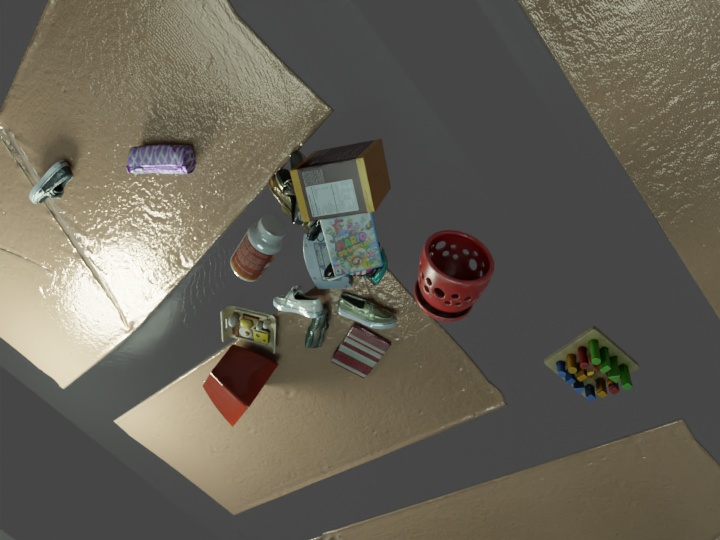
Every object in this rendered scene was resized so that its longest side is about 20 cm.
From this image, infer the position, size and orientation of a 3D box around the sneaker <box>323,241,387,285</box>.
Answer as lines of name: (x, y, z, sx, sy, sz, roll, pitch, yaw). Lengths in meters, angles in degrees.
sneaker: (0.000, 0.000, 1.712, 0.196, 0.085, 0.121, -25, 130, 21)

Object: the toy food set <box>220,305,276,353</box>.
toy food set: (-0.379, 0.208, 1.993, 0.194, 0.061, 0.146, 13, 127, 7)

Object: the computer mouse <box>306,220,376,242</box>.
computer mouse: (-0.044, -0.123, 1.641, 0.195, 0.054, 0.139, 12, 141, -29)

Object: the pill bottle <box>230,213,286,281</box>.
pill bottle: (-0.301, -0.069, 1.743, 0.111, 0.113, 0.201, 34, 127, -10)

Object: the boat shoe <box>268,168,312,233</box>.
boat shoe: (-0.188, -0.190, 1.658, 0.073, 0.076, 0.202, -22, 108, 34)

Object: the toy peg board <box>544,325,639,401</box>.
toy peg board: (0.688, 0.304, 1.742, 0.198, 0.099, 0.199, 37, 126, -12)

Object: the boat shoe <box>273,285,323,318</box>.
boat shoe: (-0.199, 0.085, 1.836, 0.198, 0.074, 0.089, 13, 111, 39)

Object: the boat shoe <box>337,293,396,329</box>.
boat shoe: (0.019, 0.127, 1.819, 0.194, 0.073, 0.063, 14, 130, 9)

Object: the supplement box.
supplement box: (-0.045, -0.231, 1.491, 0.194, 0.198, 0.136, -6, 113, 19)

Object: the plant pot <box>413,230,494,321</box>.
plant pot: (0.249, 0.023, 1.606, 0.195, 0.203, 0.185, 15, 135, 4)

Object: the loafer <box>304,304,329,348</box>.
loafer: (-0.131, 0.181, 1.911, 0.061, 0.073, 0.202, 10, 134, -16)

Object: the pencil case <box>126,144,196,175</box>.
pencil case: (-0.566, -0.312, 1.662, 0.194, 0.086, 0.086, 0, 127, 15)

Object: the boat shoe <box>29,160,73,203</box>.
boat shoe: (-0.953, -0.256, 1.817, 0.198, 0.074, 0.069, -36, 96, 23)

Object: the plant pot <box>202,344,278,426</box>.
plant pot: (-0.431, 0.382, 2.041, 0.175, 0.201, 0.200, 38, 137, -3)

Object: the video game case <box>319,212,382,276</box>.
video game case: (-0.024, -0.082, 1.587, 0.139, 0.018, 0.204, -12, 124, 3)

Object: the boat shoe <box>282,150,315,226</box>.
boat shoe: (-0.169, -0.220, 1.573, 0.074, 0.072, 0.206, -15, 86, 65)

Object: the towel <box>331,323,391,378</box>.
towel: (-0.002, 0.272, 1.960, 0.142, 0.023, 0.202, 28, 129, -7)

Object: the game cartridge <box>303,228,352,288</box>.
game cartridge: (-0.102, -0.035, 1.761, 0.129, 0.042, 0.204, 2, 125, 19)
